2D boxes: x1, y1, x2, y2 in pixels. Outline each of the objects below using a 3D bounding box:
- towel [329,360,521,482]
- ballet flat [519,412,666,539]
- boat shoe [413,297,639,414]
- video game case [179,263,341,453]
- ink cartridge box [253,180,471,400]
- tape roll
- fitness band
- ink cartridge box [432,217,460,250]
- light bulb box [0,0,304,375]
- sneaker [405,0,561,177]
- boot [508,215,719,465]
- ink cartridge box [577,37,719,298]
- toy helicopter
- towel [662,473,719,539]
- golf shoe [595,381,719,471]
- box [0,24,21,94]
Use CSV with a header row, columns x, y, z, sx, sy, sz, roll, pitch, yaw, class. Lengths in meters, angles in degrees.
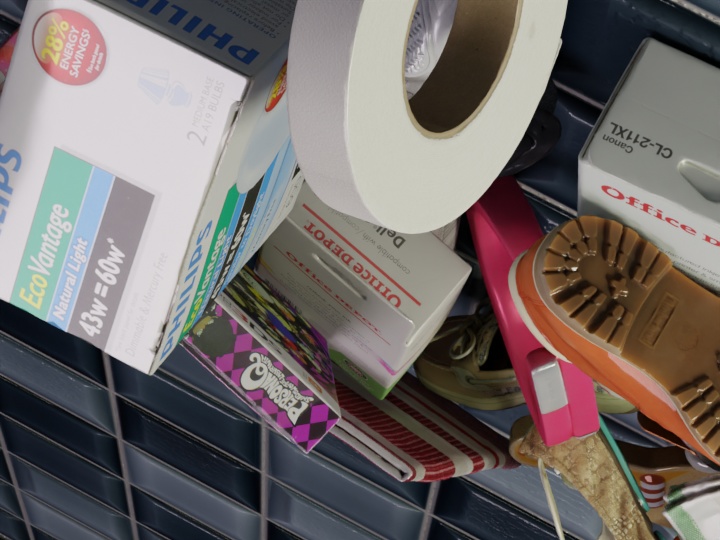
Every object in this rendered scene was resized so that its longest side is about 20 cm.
x,y,z,sx,sy,sz,roll,pitch,yaw,class
0.014,0.094,1.895,0.144,0.023,0.200,33,-168,20,towel
0.167,0.175,1.850,0.201,0.065,0.071,58,-177,15,ballet flat
0.112,0.049,1.918,0.199,0.074,0.063,0,142,38,boat shoe
-0.089,0.015,1.716,0.181,0.036,0.200,44,-174,-9,video game case
0.000,0.000,1.780,0.117,0.067,0.200,40,166,4,ink cartridge box
0.036,-0.117,1.359,0.037,0.203,0.203,19,160,28,tape roll
0.104,0.023,1.771,0.200,0.037,0.144,75,176,-60,fitness band
-0.024,-0.073,1.853,0.200,0.050,0.161,40,165,11,ink cartridge box
-0.098,-0.089,1.522,0.124,0.200,0.199,27,125,8,light bulb box
0.058,-0.115,1.543,0.113,0.076,0.200,-2,140,-24,sneaker
0.165,0.047,1.551,0.200,0.075,0.107,41,164,-8,boot
0.196,-0.023,1.551,0.145,0.083,0.200,26,162,13,ink cartridge box
0.195,0.132,1.944,0.199,0.079,0.132,17,148,-19,toy helicopter
0.305,0.165,1.798,0.199,0.031,0.150,-22,114,31,towel
0.212,0.060,1.793,0.091,0.076,0.200,-4,151,46,golf shoe
-0.152,-0.080,1.867,0.200,0.103,0.095,43,162,-4,box
